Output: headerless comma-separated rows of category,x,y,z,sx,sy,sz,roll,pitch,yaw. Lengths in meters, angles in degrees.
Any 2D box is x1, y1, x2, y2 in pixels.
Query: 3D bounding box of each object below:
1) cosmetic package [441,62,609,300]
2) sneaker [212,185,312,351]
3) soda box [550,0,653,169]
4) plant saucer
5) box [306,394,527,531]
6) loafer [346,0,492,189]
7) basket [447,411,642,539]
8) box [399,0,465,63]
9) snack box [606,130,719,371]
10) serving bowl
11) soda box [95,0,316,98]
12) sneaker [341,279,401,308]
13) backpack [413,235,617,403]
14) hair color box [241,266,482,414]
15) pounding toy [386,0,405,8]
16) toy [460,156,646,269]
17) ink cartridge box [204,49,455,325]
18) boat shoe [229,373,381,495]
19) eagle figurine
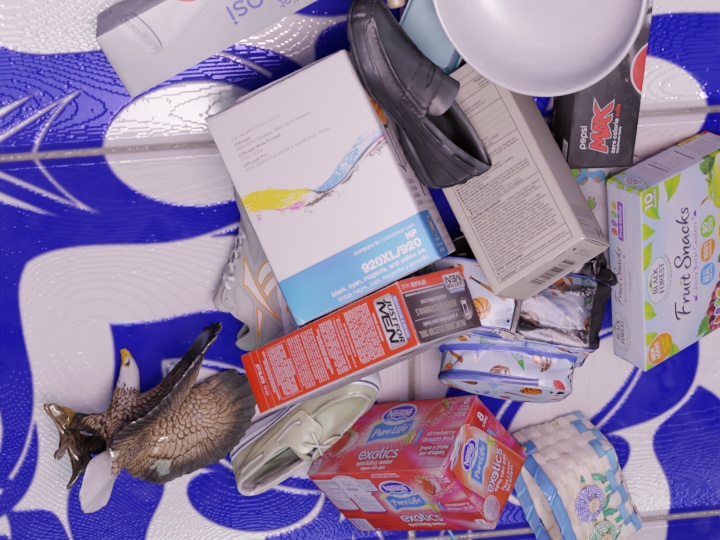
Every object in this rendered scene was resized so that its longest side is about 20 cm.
cosmetic package,0.131,-0.085,1.420,0.103,0.202,0.073,-32,160,22
sneaker,-0.107,0.001,1.529,0.091,0.076,0.202,-12,119,4
soda box,0.220,-0.196,1.424,0.070,0.064,0.202,-3,119,-9
plant saucer,0.089,-0.271,1.391,0.069,0.019,0.202,17,114,-16
box,0.056,0.198,1.589,0.199,0.096,0.100,-11,130,45
loafer,0.052,-0.155,1.335,0.070,0.069,0.201,-10,131,28
basket,0.188,0.256,1.670,0.198,0.139,0.178,-28,120,-3
box,0.135,-0.263,1.434,0.197,0.039,0.138,-3,118,-6
snack box,0.313,-0.020,1.554,0.141,0.053,0.202,-25,124,-27
serving bowl,0.159,-0.255,1.333,0.198,0.066,0.202,13,119,24
soda box,-0.136,-0.236,1.396,0.198,0.064,0.069,-26,119,6
sneaker,0.000,0.000,1.554,0.086,0.075,0.202,8,116,7
backpack,0.137,0.049,1.526,0.188,0.200,0.156,15,76,3
hair color box,-0.001,0.065,1.438,0.199,0.110,0.065,-24,83,35
pounding toy,0.015,-0.367,1.301,0.183,0.143,0.200,33,110,-23
toy,0.195,-0.076,1.540,0.198,0.047,0.116,14,103,-22
ink cartridge box,-0.024,-0.076,1.405,0.143,0.147,0.202,-25,89,10
boat shoe,-0.054,0.168,1.610,0.199,0.063,0.072,-37,132,27
eagle figurine,-0.209,0.142,1.562,0.197,0.152,0.153,-12,100,5
